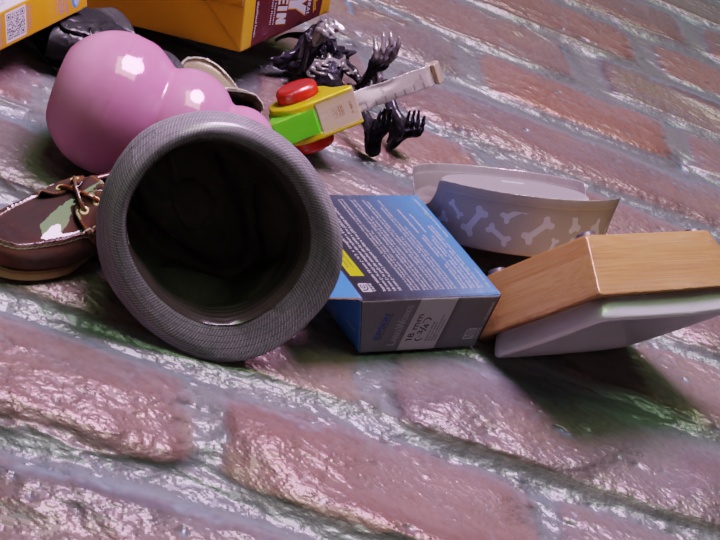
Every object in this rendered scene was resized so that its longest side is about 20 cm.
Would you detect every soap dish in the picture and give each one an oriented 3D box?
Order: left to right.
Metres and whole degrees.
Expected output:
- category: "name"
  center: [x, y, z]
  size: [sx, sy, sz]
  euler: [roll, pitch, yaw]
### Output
- category: "soap dish"
  center: [0.217, 0.019, 1.418]
  size: [0.199, 0.157, 0.082]
  euler: [-3, 76, -40]

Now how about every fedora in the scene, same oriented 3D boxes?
- category: "fedora"
  center: [-0.117, -0.036, 1.239]
  size: [0.200, 0.177, 0.090]
  euler: [44, 0, -28]

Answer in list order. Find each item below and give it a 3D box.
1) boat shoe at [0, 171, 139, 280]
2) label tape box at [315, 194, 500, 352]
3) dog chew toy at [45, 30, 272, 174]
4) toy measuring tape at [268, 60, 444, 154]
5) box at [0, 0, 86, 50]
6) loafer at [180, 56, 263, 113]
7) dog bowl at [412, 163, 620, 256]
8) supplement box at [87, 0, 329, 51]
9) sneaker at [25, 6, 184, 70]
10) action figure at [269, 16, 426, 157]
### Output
- category: "boat shoe"
  center: [-0.218, -0.047, 1.267]
  size: [0.070, 0.070, 0.200]
  euler: [42, 34, 19]
- category: "label tape box"
  center: [0.000, 0.000, 1.370]
  size: [0.199, 0.063, 0.144]
  euler: [-1, 39, -39]
- category: "dog chew toy"
  center: [-0.164, -0.125, 1.372]
  size: [0.199, 0.125, 0.125]
  euler: [21, 29, -5]
- category: "toy measuring tape"
  center: [-0.019, -0.164, 1.563]
  size: [0.199, 0.074, 0.074]
  euler: [-23, 46, -10]
- category: "box"
  center: [-0.342, -0.246, 1.456]
  size: [0.119, 0.042, 0.200]
  euler: [20, 33, 24]
- category: "loafer"
  center: [-0.126, -0.146, 1.498]
  size: [0.075, 0.068, 0.200]
  euler: [10, 34, -31]
- category: "dog bowl"
  center: [0.143, -0.057, 1.513]
  size: [0.199, 0.059, 0.200]
  euler: [8, 10, -1]
- category: "supplement box"
  center: [-0.154, -0.330, 1.652]
  size: [0.196, 0.133, 0.200]
  euler: [16, 25, 20]
- category: "sneaker"
  center: [-0.252, -0.204, 1.508]
  size: [0.104, 0.060, 0.200]
  euler: [-6, 39, -42]
- category: "action figure"
  center: [-0.011, -0.211, 1.665]
  size: [0.118, 0.102, 0.200]
  euler: [-7, 47, -43]
